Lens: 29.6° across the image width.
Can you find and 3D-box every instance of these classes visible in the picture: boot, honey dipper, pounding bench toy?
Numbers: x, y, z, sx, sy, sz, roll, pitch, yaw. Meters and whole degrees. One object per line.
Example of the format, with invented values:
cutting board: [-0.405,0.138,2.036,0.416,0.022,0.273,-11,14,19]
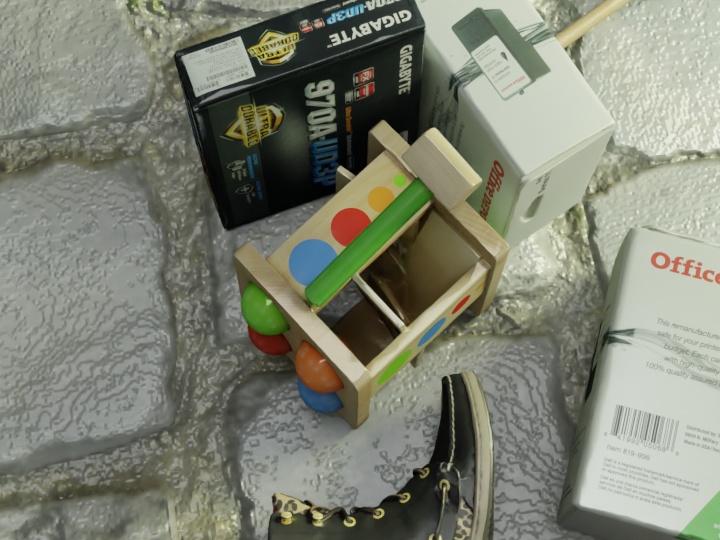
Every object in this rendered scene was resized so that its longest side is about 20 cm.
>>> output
boot: [0.013,0.165,0.919,0.148,0.073,0.203,3,77,1]
honey dipper: [0.194,-0.205,1.058,0.199,0.038,0.038,-36,75,-10]
pounding bench toy: [0.000,0.000,0.903,0.156,0.200,0.124,-41,77,-13]

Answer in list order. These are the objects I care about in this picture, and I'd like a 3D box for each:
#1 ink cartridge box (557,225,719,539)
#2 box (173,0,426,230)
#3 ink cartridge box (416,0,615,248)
ink cartridge box: [0.228,0.089,0.928,0.145,0.083,0.202,15,72,4]
box: [-0.037,-0.109,0.939,0.157,0.200,0.046,-20,70,-8]
ink cartridge box: [0.085,-0.133,0.977,0.082,0.147,0.201,-29,75,-11]
